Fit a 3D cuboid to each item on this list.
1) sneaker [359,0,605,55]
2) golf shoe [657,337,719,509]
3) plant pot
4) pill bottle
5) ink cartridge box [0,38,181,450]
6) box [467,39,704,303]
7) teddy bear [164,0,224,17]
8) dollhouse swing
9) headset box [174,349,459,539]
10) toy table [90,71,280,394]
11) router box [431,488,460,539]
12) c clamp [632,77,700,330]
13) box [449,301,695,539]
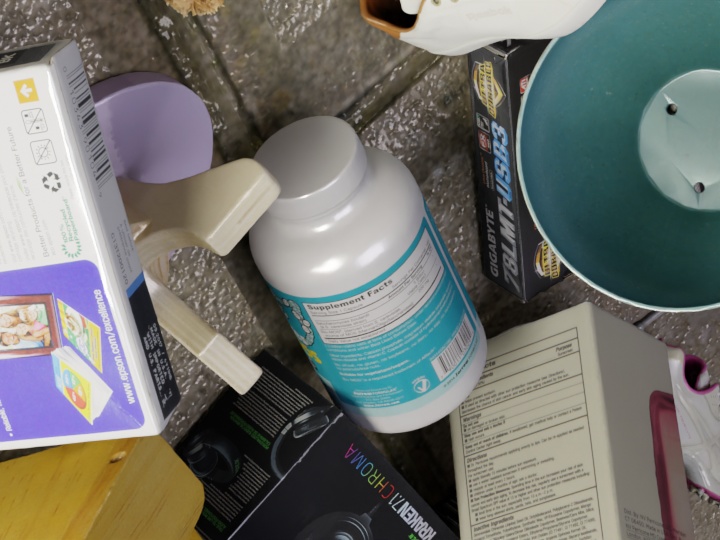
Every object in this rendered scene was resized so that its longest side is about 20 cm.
[{"bbox_3d":[0.071,-0.169,1.177,0.084,0.199,0.074,8,73,-34],"label":"sneaker"},{"bbox_3d":[0.258,0.122,1.574,0.200,0.075,0.092,36,85,-46],"label":"golf shoe"},{"bbox_3d":[0.211,-0.081,1.289,0.202,0.199,0.135,-68,164,12],"label":"plant pot"},{"bbox_3d":[0.000,0.000,1.259,0.111,0.111,0.201,-40,133,-15],"label":"pill bottle"},{"bbox_3d":[-0.209,-0.003,1.032,0.043,0.198,0.200,-56,135,-62],"label":"ink cartridge box"},{"bbox_3d":[0.164,-0.106,1.381,0.198,0.050,0.201,-29,130,-25],"label":"box"},{"bbox_3d":[-0.133,-0.212,1.071,0.199,0.067,0.146,2,103,-34],"label":"teddy bear"},{"bbox_3d":[-0.178,0.203,1.121,0.198,0.182,0.177,-16,113,20],"label":"dollhouse swing"},{"bbox_3d":[-0.063,0.188,1.322,0.200,0.093,0.174,-47,134,-8],"label":"headset box"},{"bbox_3d":[-0.136,-0.007,1.136,0.183,0.117,0.201,29,94,-45],"label":"toy table"},{"bbox_3d":[0.101,0.245,1.521,0.157,0.052,0.201,-35,131,-20],"label":"router box"},{"bbox_3d":[0.247,-0.071,1.424,0.170,0.027,0.201,-34,133,-23],"label":"c clamp"},{"bbox_3d":[0.143,0.144,1.378,0.109,0.127,0.202,25,52,-46],"label":"box"}]
